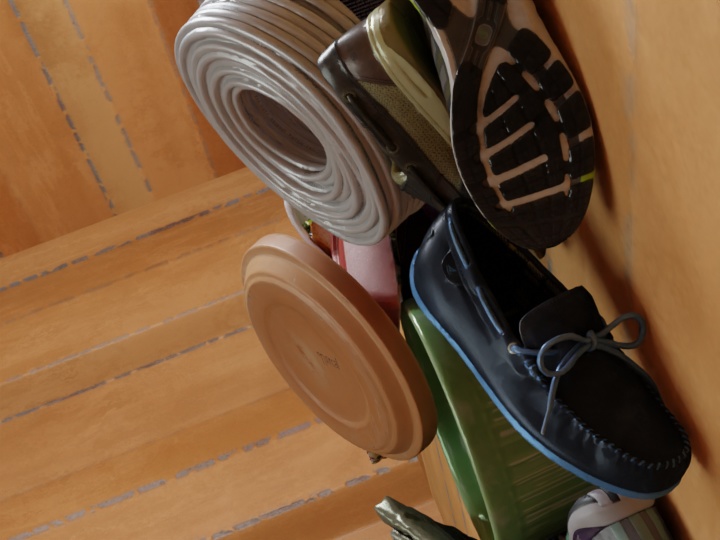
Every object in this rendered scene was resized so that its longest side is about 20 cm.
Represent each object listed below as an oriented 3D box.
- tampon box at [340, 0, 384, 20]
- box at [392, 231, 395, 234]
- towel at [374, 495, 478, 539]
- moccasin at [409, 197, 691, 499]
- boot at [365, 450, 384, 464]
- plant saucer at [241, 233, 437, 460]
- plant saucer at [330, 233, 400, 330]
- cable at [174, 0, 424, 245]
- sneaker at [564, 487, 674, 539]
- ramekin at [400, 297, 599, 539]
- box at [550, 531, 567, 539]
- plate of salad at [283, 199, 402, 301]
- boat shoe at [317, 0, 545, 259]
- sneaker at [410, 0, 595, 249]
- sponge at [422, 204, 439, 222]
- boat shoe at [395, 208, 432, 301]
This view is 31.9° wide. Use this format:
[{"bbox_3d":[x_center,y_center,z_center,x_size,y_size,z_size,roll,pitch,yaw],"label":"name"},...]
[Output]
[{"bbox_3d":[-0.039,-0.270,0.873,0.201,0.125,0.151,76,172,-60],"label":"tampon box"},{"bbox_3d":[-0.004,-0.126,1.184,0.160,0.049,0.201,27,-151,-41],"label":"box"},{"bbox_3d":[0.118,0.246,0.909,0.192,0.035,0.200,32,-178,-42],"label":"towel"},{"bbox_3d":[0.097,0.038,0.677,0.200,0.080,0.069,41,134,27],"label":"moccasin"},{"bbox_3d":[0.053,0.073,1.107,0.074,0.152,0.205,-117,8,-58],"label":"boot"},{"bbox_3d":[-0.023,0.063,0.948,0.200,0.032,0.201,39,153,24],"label":"plant saucer"},{"bbox_3d":[0.000,0.000,1.008,0.201,0.036,0.202,90,173,-55],"label":"plant saucer"},{"bbox_3d":[-0.036,-0.106,0.837,0.199,0.069,0.201,18,150,48],"label":"cable"},{"bbox_3d":[0.168,0.210,0.813,0.201,0.074,0.088,78,166,-58],"label":"sneaker"},{"bbox_3d":[0.107,0.101,0.909,0.200,0.097,0.202,160,90,-86],"label":"ramekin"},{"bbox_3d":[0.141,0.187,1.044,0.200,0.032,0.122,47,160,49],"label":"box"},{"bbox_3d":[0.018,-0.037,1.208,0.048,0.198,0.201,-57,34,26],"label":"plate of salad"},{"bbox_3d":[0.046,-0.073,0.741,0.201,0.065,0.072,49,-148,-39],"label":"boat shoe"},{"bbox_3d":[0.072,-0.110,0.662,0.081,0.073,0.202,-26,-82,-79],"label":"sneaker"},{"bbox_3d":[0.067,-0.075,0.896,0.112,0.030,0.200,52,170,20],"label":"sponge"},{"bbox_3d":[0.066,0.016,1.017,0.075,0.074,0.205,-48,-49,-75],"label":"boat shoe"}]
